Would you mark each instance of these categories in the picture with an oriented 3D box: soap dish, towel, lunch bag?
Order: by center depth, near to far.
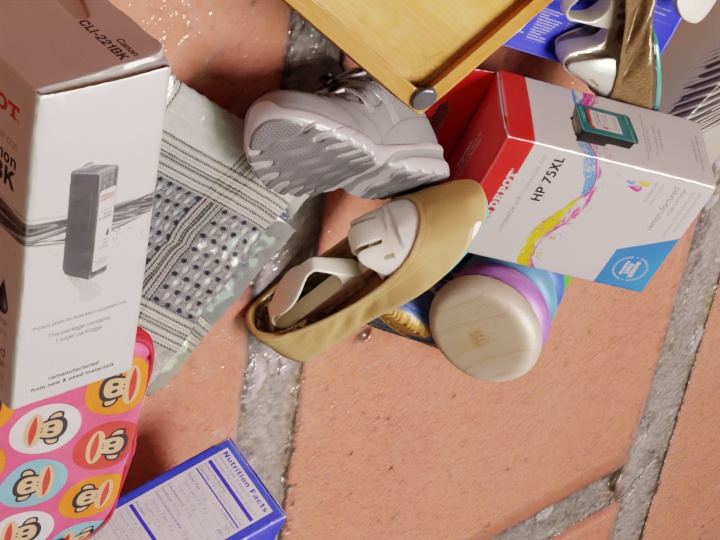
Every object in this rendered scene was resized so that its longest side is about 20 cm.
[{"bbox_3d":[0.023,-0.192,1.128,0.157,0.081,0.200,-39,134,16],"label":"soap dish"},{"bbox_3d":[-0.224,0.093,1.169,0.175,0.082,0.201,-8,136,-30],"label":"lunch bag"},{"bbox_3d":[-0.126,-0.016,1.227,0.193,0.035,0.200,-53,146,4],"label":"towel"}]

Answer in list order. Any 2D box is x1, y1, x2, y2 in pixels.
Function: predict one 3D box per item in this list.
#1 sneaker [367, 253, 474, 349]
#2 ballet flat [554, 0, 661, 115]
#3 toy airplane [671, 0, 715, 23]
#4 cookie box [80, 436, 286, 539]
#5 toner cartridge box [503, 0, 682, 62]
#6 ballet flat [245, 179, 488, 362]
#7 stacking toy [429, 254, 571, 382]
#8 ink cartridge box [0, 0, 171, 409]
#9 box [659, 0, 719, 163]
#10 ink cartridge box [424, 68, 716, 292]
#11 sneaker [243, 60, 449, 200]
[{"bbox_3d":[0.071,0.018,1.464,0.200,0.075,0.089,19,91,-55],"label":"sneaker"},{"bbox_3d":[0.169,-0.172,1.314,0.072,0.068,0.201,-13,137,-13],"label":"ballet flat"},{"bbox_3d":[0.297,-0.287,1.349,0.198,0.141,0.201,-32,142,-23],"label":"toy airplane"},{"bbox_3d":[-0.164,0.219,1.328,0.199,0.075,0.171,-27,160,-28],"label":"cookie box"},{"bbox_3d":[0.157,-0.194,1.367,0.199,0.043,0.095,8,115,-51],"label":"toner cartridge box"},{"bbox_3d":[0.000,0.000,1.309,0.063,0.069,0.200,22,131,-40],"label":"ballet flat"},{"bbox_3d":[0.125,-0.008,1.427,0.200,0.085,0.086,-52,157,-47],"label":"stacking toy"},{"bbox_3d":[-0.181,-0.053,1.033,0.083,0.144,0.201,-18,135,-37],"label":"ink cartridge box"},{"bbox_3d":[0.260,-0.139,1.497,0.200,0.068,0.082,-49,145,-2],"label":"box"},{"bbox_3d":[0.127,-0.063,1.337,0.199,0.068,0.116,12,136,-18],"label":"ink cartridge box"},{"bbox_3d":[-0.017,-0.094,1.240,0.074,0.083,0.200,-21,166,25],"label":"sneaker"}]
